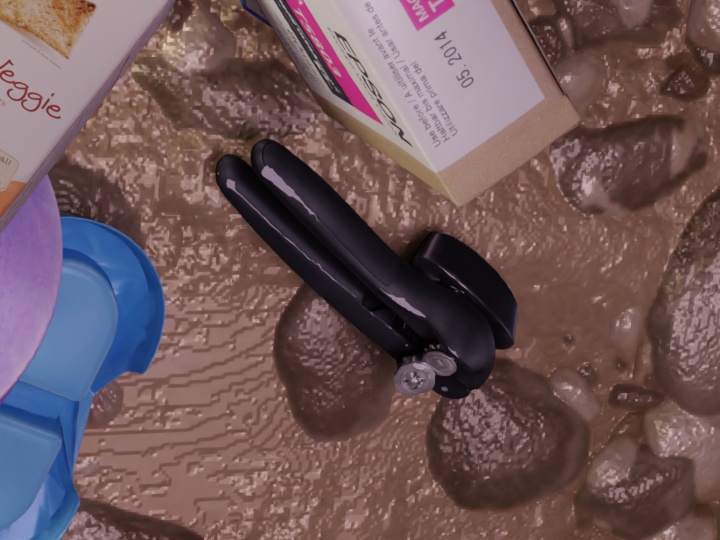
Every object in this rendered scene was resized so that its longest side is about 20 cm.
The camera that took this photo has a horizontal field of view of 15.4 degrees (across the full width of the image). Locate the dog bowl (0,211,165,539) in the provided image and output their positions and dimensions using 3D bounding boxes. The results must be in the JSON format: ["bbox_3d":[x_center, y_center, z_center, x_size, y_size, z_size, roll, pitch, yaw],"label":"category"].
[{"bbox_3d":[-0.179,0.058,1.348,0.111,0.050,0.200,23,98,-28],"label":"dog bowl"}]

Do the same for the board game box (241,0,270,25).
[{"bbox_3d":[0.011,-0.228,1.316,0.200,0.045,0.135,-30,117,-10],"label":"board game box"}]

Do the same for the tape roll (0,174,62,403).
[{"bbox_3d":[-0.241,-0.002,1.226,0.200,0.085,0.200,4,74,-15],"label":"tape roll"}]

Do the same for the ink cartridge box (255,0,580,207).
[{"bbox_3d":[-0.004,-0.144,1.212,0.075,0.165,0.200,-36,118,-7],"label":"ink cartridge box"}]

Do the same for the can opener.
[{"bbox_3d":[0.000,0.000,1.405,0.200,0.079,0.063,36,132,-26],"label":"can opener"}]

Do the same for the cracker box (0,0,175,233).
[{"bbox_3d":[-0.177,-0.109,1.198,0.134,0.058,0.200,35,53,-3],"label":"cracker box"}]
